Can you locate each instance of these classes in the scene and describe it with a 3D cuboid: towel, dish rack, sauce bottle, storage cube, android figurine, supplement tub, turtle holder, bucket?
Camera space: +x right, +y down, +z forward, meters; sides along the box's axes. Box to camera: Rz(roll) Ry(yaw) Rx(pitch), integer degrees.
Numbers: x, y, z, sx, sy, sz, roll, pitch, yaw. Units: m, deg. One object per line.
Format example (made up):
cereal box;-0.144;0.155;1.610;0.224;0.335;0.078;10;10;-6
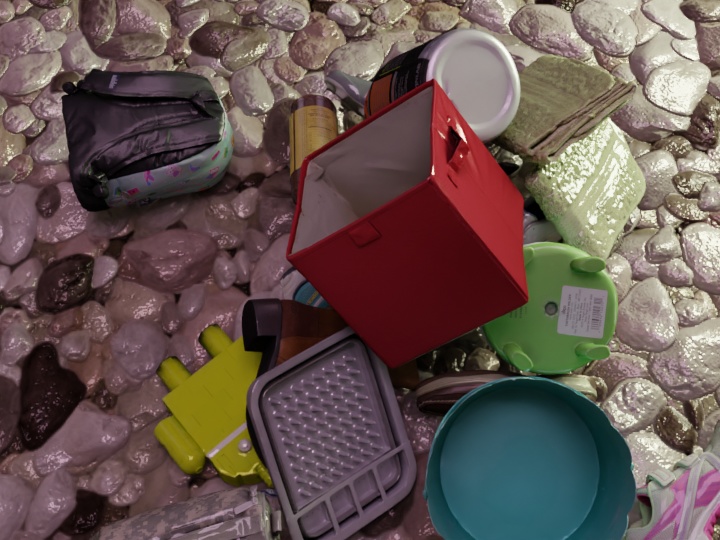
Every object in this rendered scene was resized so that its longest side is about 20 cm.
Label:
towel;0.210;-0.185;1.303;0.147;0.037;0.200;-35;28;-7
dish rack;-0.033;0.170;1.181;0.170;0.203;0.043;-27;18;-33
sauce bottle;-0.056;-0.118;1.405;0.063;0.065;0.203;-2;62;2
storage cube;0.053;-0.044;1.155;0.198;0.180;0.172;-27;33;25
android figurine;-0.136;0.154;1.271;0.181;0.041;0.200;-36;63;-16
supplement tub;0.083;-0.192;1.282;0.120;0.199;0.125;0;90;-22
turtle holder;0.180;0.046;1.236;0.183;0.132;0.143;-23;92;-2
towel;0.266;-0.105;1.326;0.149;0.036;0.200;53;47;-14
bucket;0.163;0.202;1.137;0.203;0.135;0.211;0;86;3

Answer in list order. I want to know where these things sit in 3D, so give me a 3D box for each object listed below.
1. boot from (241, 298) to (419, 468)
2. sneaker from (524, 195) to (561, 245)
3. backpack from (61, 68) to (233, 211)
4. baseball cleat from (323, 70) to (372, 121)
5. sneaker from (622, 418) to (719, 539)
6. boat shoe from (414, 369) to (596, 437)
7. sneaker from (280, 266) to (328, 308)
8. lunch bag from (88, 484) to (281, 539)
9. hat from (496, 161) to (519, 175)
boot;-0.028;0.123;1.255;0.197;0.069;0.191;5;61;-27
sneaker;0.167;-0.030;1.329;0.074;0.087;0.200;36;70;19
backpack;-0.256;-0.162;1.405;0.196;0.127;0.170;-12;72;-5
baseball cleat;0.055;-0.208;1.425;0.199;0.070;0.107;35;87;-2
sneaker;0.334;0.229;1.178;0.087;0.082;0.201;28;65;16
boat shoe;0.158;0.153;1.236;0.198;0.075;0.076;-1;66;2
sneaker;0.000;0.000;1.342;0.198;0.077;0.081;-27;96;-18
lunch bag;-0.164;0.294;1.120;0.197;0.169;0.141;-15;61;-6
hat;0.081;-0.086;1.302;0.197;0.201;0.083;6;87;7
